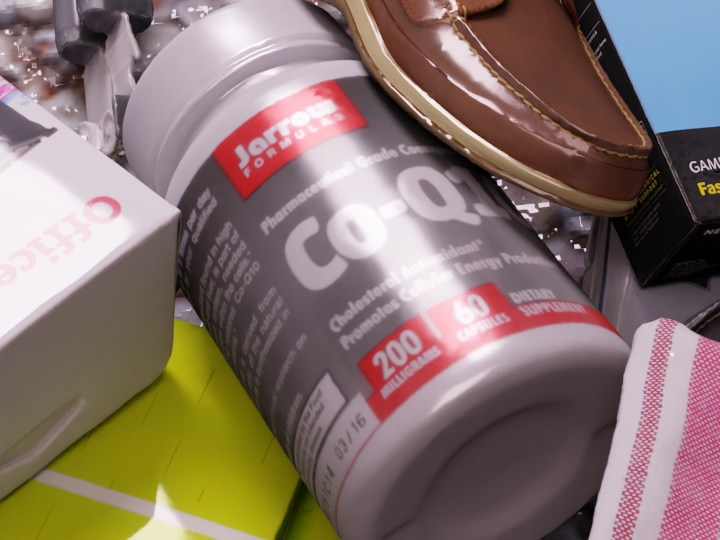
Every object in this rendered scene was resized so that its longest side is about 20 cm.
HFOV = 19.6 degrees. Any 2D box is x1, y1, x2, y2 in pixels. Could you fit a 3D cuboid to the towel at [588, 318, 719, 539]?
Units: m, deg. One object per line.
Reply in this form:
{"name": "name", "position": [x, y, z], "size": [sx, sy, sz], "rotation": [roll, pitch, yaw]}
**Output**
{"name": "towel", "position": [0.164, 0.083, 0.584], "size": [0.200, 0.030, 0.146], "rotation": [18, 36, 1]}

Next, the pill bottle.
{"name": "pill bottle", "position": [0.000, 0.000, 0.725], "size": [0.114, 0.114, 0.200], "rotation": [-31, 55, -6]}

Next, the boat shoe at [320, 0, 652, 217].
{"name": "boat shoe", "position": [0.037, -0.096, 0.724], "size": [0.200, 0.072, 0.068], "rotation": [52, 122, 37]}

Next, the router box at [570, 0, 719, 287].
{"name": "router box", "position": [0.167, -0.081, 0.773], "size": [0.200, 0.051, 0.149], "rotation": [-9, 65, -26]}

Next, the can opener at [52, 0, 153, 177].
{"name": "can opener", "position": [-0.097, -0.106, 0.862], "size": [0.066, 0.053, 0.200], "rotation": [2, 66, -30]}

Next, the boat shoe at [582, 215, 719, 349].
{"name": "boat shoe", "position": [0.113, -0.011, 0.782], "size": [0.074, 0.065, 0.200], "rotation": [28, 53, -7]}

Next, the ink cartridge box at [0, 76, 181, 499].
{"name": "ink cartridge box", "position": [-0.181, -0.012, 0.720], "size": [0.200, 0.086, 0.148], "rotation": [35, 53, 21]}

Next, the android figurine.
{"name": "android figurine", "position": [-0.082, 0.073, 0.747], "size": [0.182, 0.041, 0.200], "rotation": [16, 47, 5]}

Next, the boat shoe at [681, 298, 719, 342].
{"name": "boat shoe", "position": [0.182, 0.003, 0.698], "size": [0.200, 0.068, 0.072], "rotation": [-19, 50, -23]}
